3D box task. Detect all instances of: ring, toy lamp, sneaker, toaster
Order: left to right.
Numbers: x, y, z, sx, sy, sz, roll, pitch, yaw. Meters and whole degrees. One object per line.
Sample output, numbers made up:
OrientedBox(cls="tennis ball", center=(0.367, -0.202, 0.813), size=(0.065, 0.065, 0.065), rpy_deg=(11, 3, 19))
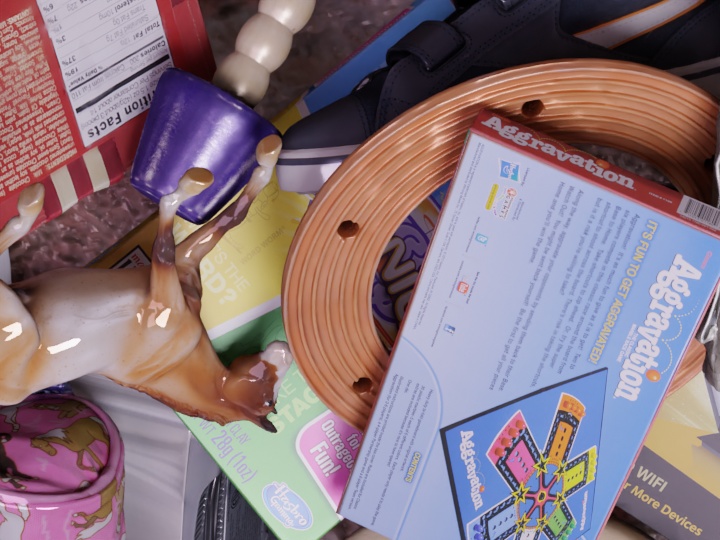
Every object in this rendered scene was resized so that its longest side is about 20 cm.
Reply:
OrientedBox(cls="toaster", center=(-0.107, 0.097, 0.940), size=(0.129, 0.114, 0.201), rpy_deg=(16, 124, 17))
OrientedBox(cls="toy lamp", center=(-0.028, -0.112, 0.770), size=(0.058, 0.058, 0.200), rpy_deg=(28, 84, 5))
OrientedBox(cls="sneaker", center=(0.054, -0.087, 0.770), size=(0.199, 0.078, 0.080), rpy_deg=(-16, 100, -17))
OrientedBox(cls="ring", center=(0.066, -0.002, 0.754), size=(0.200, 0.019, 0.201), rpy_deg=(-7, 133, -8))

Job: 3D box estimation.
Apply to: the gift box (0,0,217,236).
OrientedBox(cls="gift box", center=(-0.184, -0.133, 0.784), size=(0.186, 0.184, 0.201), rpy_deg=(21, 132, 43))

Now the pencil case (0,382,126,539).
OrientedBox(cls="pencil case", center=(-0.151, 0.148, 0.872), size=(0.083, 0.087, 0.200), rpy_deg=(-7, 127, -18))

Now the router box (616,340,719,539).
OrientedBox(cls="router box", center=(0.202, 0.065, 0.828), size=(0.200, 0.052, 0.157), rpy_deg=(32, 113, 2))

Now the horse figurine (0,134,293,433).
OrientedBox(cls="horse figurine", center=(-0.110, 0.010, 0.726), size=(0.050, 0.199, 0.133), rpy_deg=(60, 142, 39))

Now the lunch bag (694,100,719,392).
OrientedBox(cls="lunch bag", center=(0.223, -0.031, 0.698), size=(0.199, 0.118, 0.165), rpy_deg=(0, 105, -6))

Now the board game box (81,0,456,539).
OrientedBox(cls="board game box", center=(0.000, 0.000, 0.827), size=(0.200, 0.040, 0.153), rpy_deg=(-40, 99, -4))

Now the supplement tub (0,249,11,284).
OrientedBox(cls="supplement tub", center=(-0.288, 0.008, 0.940), size=(0.199, 0.145, 0.145), rpy_deg=(-3, 115, 21))

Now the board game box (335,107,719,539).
OrientedBox(cls="board game box", center=(0.062, 0.041, 0.732), size=(0.103, 0.019, 0.200), rpy_deg=(25, 128, 8))

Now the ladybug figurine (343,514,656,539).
OrientedBox(cls="ladybug figurine", center=(0.068, 0.162, 0.886), size=(0.199, 0.072, 0.136), rpy_deg=(0, 103, 22))
